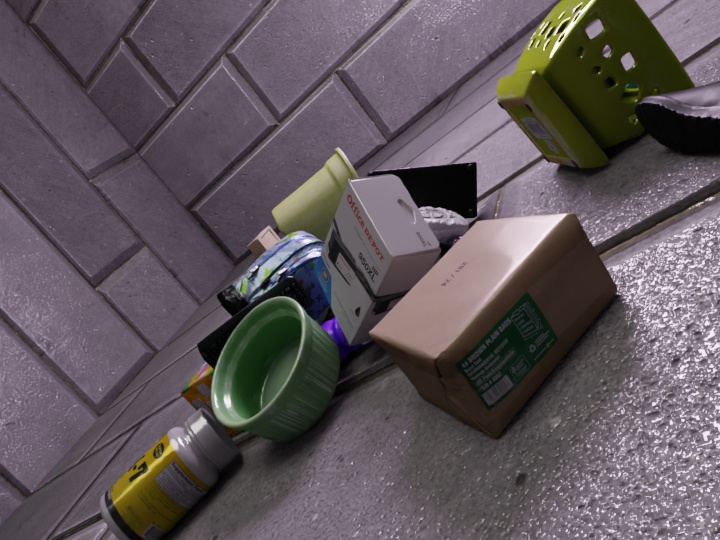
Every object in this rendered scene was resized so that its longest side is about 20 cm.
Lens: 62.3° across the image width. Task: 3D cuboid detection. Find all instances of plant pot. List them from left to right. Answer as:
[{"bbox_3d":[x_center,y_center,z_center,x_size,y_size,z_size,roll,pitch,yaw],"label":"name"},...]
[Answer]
[{"bbox_3d":[-0.073,-0.110,1.199,0.182,0.203,0.201,-30,13,0],"label":"plant pot"},{"bbox_3d":[0.326,-0.272,0.887,0.181,0.199,0.200,-45,13,8],"label":"plant pot"}]

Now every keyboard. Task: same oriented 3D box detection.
[{"bbox_3d":[-0.159,0.104,0.977,0.198,0.128,0.021,-36,43,2],"label":"keyboard"}]

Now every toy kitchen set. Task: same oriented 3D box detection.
[{"bbox_3d":[-0.255,0.038,1.537,0.179,0.201,0.164,-33,14,28],"label":"toy kitchen set"}]

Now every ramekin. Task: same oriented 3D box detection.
[{"bbox_3d":[-0.122,0.152,0.885,0.198,0.097,0.203,-28,43,29],"label":"ramekin"}]

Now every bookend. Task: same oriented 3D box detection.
[{"bbox_3d":[0.133,-0.123,1.107,0.194,0.095,0.199,-2,-6,20],"label":"bookend"}]

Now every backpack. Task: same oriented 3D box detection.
[{"bbox_3d":[-0.122,0.029,1.045,0.152,0.164,0.201,12,56,46],"label":"backpack"}]

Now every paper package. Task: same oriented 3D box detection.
[{"bbox_3d":[0.131,0.043,0.622,0.200,0.104,0.190,-43,13,-13],"label":"paper package"}]

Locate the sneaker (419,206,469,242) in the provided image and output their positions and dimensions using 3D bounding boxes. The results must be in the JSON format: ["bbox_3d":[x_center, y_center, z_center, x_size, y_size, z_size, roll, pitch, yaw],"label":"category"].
[{"bbox_3d":[0.082,-0.044,0.982,0.195,0.102,0.078,-7,23,6],"label":"sneaker"}]

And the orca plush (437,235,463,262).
[{"bbox_3d":[0.117,-0.002,0.875,0.104,0.071,0.201,-24,22,52],"label":"orca plush"}]

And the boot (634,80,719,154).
[{"bbox_3d":[0.421,-0.206,0.650,0.162,0.073,0.199,-43,20,4],"label":"boot"}]

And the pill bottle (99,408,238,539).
[{"bbox_3d":[-0.294,0.323,0.931,0.200,0.115,0.114,-44,13,-11],"label":"pill bottle"}]

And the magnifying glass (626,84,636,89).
[{"bbox_3d":[0.425,-0.310,1.095,0.080,0.022,0.200,-44,15,-10],"label":"magnifying glass"}]

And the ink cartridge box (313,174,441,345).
[{"bbox_3d":[0.016,-0.013,0.856,0.083,0.146,0.202,-11,-35,-30],"label":"ink cartridge box"}]

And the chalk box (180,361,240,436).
[{"bbox_3d":[-0.215,0.187,1.120,0.123,0.126,0.201,-32,15,32],"label":"chalk box"}]

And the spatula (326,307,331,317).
[{"bbox_3d":[-0.134,0.143,1.242,0.199,0.021,0.056,-39,13,-6],"label":"spatula"}]

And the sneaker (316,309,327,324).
[{"bbox_3d":[-0.116,0.098,1.150,0.074,0.100,0.201,-31,24,13],"label":"sneaker"}]

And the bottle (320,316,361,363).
[{"bbox_3d":[-0.056,0.125,0.981,0.198,0.066,0.084,-36,15,24],"label":"bottle"}]
